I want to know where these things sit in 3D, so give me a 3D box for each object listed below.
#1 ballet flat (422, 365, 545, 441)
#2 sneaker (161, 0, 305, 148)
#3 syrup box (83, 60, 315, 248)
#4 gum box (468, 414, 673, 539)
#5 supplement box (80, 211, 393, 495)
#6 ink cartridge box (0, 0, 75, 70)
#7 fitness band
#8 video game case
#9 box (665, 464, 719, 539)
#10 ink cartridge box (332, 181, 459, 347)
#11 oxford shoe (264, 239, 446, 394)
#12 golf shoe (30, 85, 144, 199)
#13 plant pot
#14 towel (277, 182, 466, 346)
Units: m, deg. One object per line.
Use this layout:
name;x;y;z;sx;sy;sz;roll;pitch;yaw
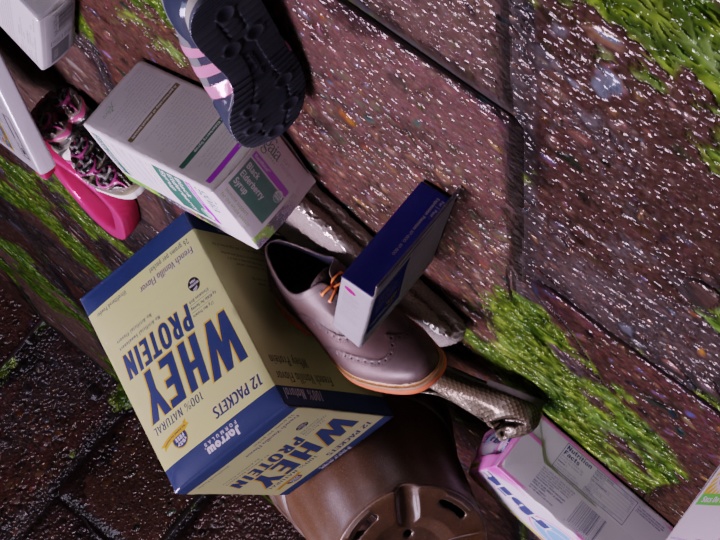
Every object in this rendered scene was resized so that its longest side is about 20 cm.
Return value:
ballet flat;0.075;0.108;1.669;0.199;0.047;0.067;18;176;37
sneaker;-0.092;-0.163;1.323;0.082;0.070;0.200;52;171;27
syrup box;-0.137;-0.099;1.588;0.199;0.082;0.079;29;164;45
gum box;0.193;0.214;1.711;0.200;0.066;0.113;41;165;-2
supplement box;-0.107;0.079;1.683;0.199;0.134;0.201;13;-136;-61
ink cartridge box;-0.329;-0.278;1.653;0.200;0.050;0.162;49;168;1
fitness band;-0.321;-0.099;2.206;0.143;0.038;0.200;39;168;6
video game case;-0.386;-0.207;1.919;0.182;0.023;0.201;33;151;55
box;0.302;0.182;1.224;0.112;0.102;0.200;43;167;-11
ink cartridge box;0.024;-0.007;1.406;0.037;0.095;0.200;39;167;4
oxford shoe;-0.012;0.038;1.570;0.199;0.071;0.073;30;160;37
golf shoe;-0.253;-0.117;1.894;0.092;0.073;0.200;46;176;-41
plant pot;0.023;0.220;1.796;0.200;0.200;0.199;48;-175;-30
towel;0.000;0.000;1.631;0.200;0.035;0.132;42;168;-5
